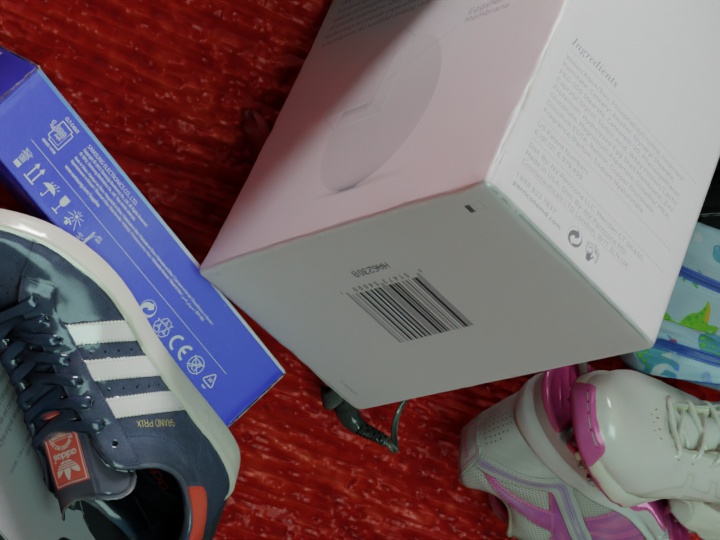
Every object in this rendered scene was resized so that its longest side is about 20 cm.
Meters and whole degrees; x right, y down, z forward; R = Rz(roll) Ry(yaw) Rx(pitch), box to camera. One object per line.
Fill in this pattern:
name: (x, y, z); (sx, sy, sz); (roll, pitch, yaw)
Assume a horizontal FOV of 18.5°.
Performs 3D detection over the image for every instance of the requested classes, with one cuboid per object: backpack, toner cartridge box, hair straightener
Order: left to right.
toner cartridge box: (-0.123, -0.018, 1.071); (0.043, 0.095, 0.200); (-42, 116, -8)
hair straightener: (0.000, 0.000, 1.157); (0.076, 0.041, 0.202); (-22, 106, -18)
backpack: (0.227, 0.004, 1.199); (0.199, 0.164, 0.154); (25, 115, -19)

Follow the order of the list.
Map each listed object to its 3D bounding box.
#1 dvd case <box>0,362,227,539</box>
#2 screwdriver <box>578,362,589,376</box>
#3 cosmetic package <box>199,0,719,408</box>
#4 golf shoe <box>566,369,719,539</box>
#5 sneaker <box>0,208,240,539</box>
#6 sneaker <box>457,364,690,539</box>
dvd case: (-0.145, 0.093, 1.073); (0.025, 0.151, 0.200); (-23, 118, 29)
screwdriver: (0.103, -0.039, 1.171); (0.029, 0.028, 0.202); (-3, 87, 13)
cosmetic package: (0.060, -0.060, 1.043); (0.123, 0.199, 0.201); (41, 56, -27)
golf shoe: (0.180, 0.089, 1.163); (0.199, 0.091, 0.076); (24, 54, -52)
sneaker: (-0.132, 0.060, 1.019); (0.200, 0.075, 0.085); (49, 40, -24)
sneaker: (0.121, 0.118, 1.229); (0.088, 0.082, 0.200); (-20, 138, 27)
